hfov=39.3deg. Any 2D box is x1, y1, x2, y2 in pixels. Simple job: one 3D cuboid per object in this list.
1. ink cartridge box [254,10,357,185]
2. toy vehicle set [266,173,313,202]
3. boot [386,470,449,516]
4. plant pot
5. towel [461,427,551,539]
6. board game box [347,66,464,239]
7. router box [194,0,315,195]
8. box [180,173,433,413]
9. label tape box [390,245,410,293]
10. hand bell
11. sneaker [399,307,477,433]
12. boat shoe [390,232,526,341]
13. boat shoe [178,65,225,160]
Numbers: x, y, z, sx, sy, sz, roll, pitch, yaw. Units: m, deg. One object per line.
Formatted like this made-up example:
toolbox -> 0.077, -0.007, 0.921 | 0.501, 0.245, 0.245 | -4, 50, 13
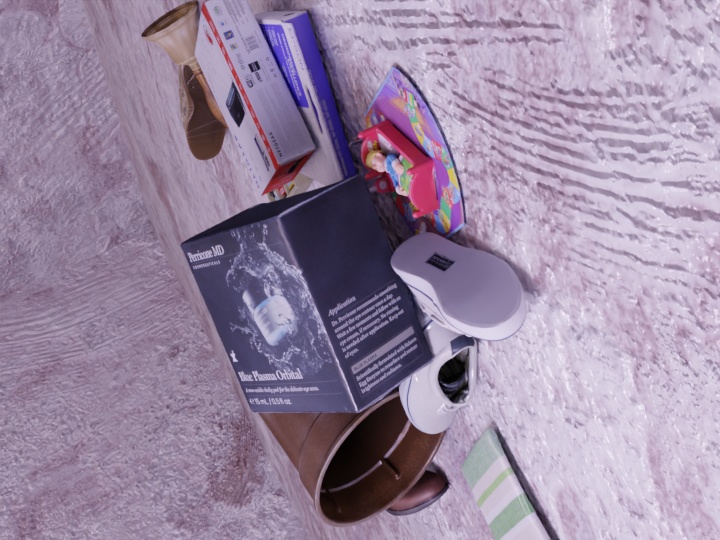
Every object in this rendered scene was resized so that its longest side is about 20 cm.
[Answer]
ink cartridge box -> -0.062, -0.195, 1.152 | 0.200, 0.043, 0.201 | 35, 146, 64
toy vehicle set -> -0.121, -0.159, 1.445 | 0.126, 0.026, 0.200 | 66, 165, 2
boot -> 0.018, 0.222, 1.356 | 0.187, 0.068, 0.203 | -2, 114, 53
plant pot -> -0.031, 0.163, 1.211 | 0.198, 0.199, 0.202 | 40, 153, 36
towel -> 0.173, 0.280, 1.086 | 0.202, 0.023, 0.153 | 63, 164, 20
board game box -> 0.034, -0.094, 0.970 | 0.160, 0.038, 0.200 | 66, 166, 5
router box -> -0.129, -0.204, 1.195 | 0.203, 0.048, 0.179 | 65, 166, 1
box -> -0.058, 0.030, 1.019 | 0.195, 0.117, 0.203 | -11, 104, 52
label tape box -> 0.000, 0.000, 1.159 | 0.200, 0.063, 0.144 | 48, 168, -12
hand bell -> -0.256, -0.316, 1.621 | 0.202, 0.103, 0.104 | 60, 169, -27
sneaker -> 0.084, 0.121, 1.057 | 0.202, 0.072, 0.071 | 84, 160, -48
boat shoe -> 0.096, 0.023, 0.903 | 0.066, 0.073, 0.200 | 57, 175, -28
boat shoe -> -0.275, -0.288, 1.728 | 0.063, 0.072, 0.203 | -123, 28, -51
